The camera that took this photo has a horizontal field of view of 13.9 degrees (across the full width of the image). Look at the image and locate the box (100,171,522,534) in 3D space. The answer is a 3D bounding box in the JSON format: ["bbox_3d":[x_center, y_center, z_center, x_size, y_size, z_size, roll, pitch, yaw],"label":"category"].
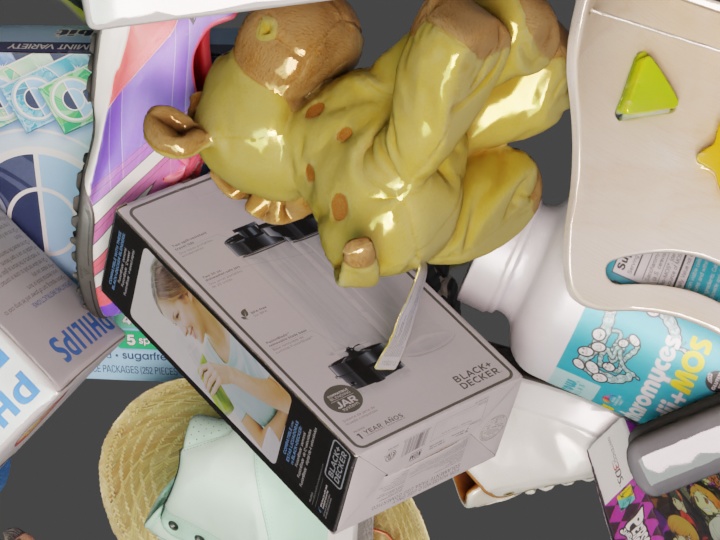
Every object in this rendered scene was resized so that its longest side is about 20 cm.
[{"bbox_3d":[-0.027,0.031,1.509,0.200,0.117,0.060,44,139,28],"label":"box"}]

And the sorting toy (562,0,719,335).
[{"bbox_3d":[0.186,-0.052,1.477,0.200,0.107,0.180,19,93,5],"label":"sorting toy"}]

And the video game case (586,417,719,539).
[{"bbox_3d":[0.219,0.181,1.542,0.200,0.181,0.036,25,122,-29],"label":"video game case"}]

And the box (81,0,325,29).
[{"bbox_3d":[-0.051,-0.235,1.427,0.200,0.131,0.199,-8,110,-4],"label":"box"}]

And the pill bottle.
[{"bbox_3d":[0.155,0.024,1.557,0.200,0.111,0.111,23,119,2],"label":"pill bottle"}]

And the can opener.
[{"bbox_3d":[0.234,0.077,1.475,0.200,0.053,0.067,-23,97,10],"label":"can opener"}]

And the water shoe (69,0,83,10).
[{"bbox_3d":[-0.175,-0.184,1.551,0.200,0.079,0.072,37,119,-6],"label":"water shoe"}]

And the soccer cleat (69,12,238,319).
[{"bbox_3d":[-0.109,-0.061,1.557,0.073,0.068,0.200,9,114,2],"label":"soccer cleat"}]

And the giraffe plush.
[{"bbox_3d":[-0.008,-0.074,1.475,0.162,0.173,0.200,28,86,26],"label":"giraffe plush"}]

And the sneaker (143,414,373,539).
[{"bbox_3d":[-0.056,0.163,1.596,0.118,0.074,0.201,10,117,11],"label":"sneaker"}]

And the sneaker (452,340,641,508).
[{"bbox_3d":[0.097,0.093,1.604,0.200,0.073,0.085,17,106,-18],"label":"sneaker"}]

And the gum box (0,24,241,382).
[{"bbox_3d":[-0.137,-0.036,1.636,0.170,0.045,0.200,2,117,12],"label":"gum box"}]

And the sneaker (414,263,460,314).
[{"bbox_3d":[0.000,0.000,1.618,0.080,0.077,0.200,-1,112,35],"label":"sneaker"}]

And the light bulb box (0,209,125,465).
[{"bbox_3d":[-0.272,0.043,1.591,0.200,0.125,0.198,45,108,0],"label":"light bulb box"}]

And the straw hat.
[{"bbox_3d":[-0.040,0.118,1.663,0.201,0.085,0.201,12,127,16],"label":"straw hat"}]

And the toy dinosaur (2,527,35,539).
[{"bbox_3d":[-0.179,0.266,1.780,0.135,0.086,0.200,-38,108,20],"label":"toy dinosaur"}]

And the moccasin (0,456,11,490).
[{"bbox_3d":[-0.261,0.041,1.697,0.068,0.080,0.200,-15,97,25],"label":"moccasin"}]
